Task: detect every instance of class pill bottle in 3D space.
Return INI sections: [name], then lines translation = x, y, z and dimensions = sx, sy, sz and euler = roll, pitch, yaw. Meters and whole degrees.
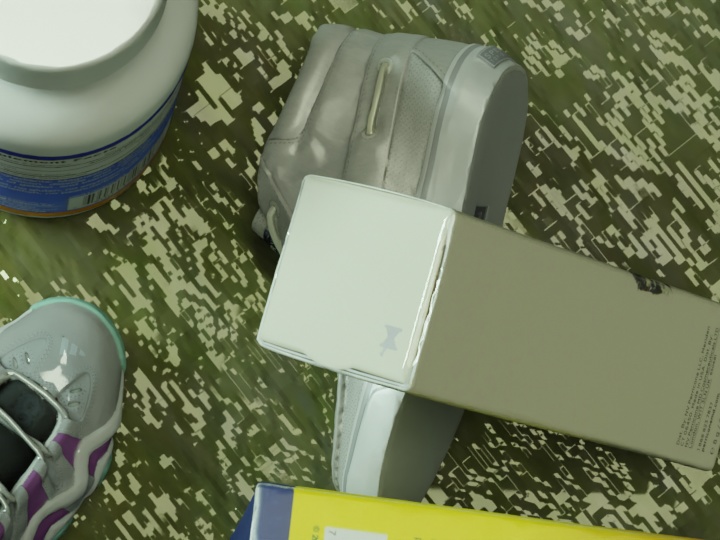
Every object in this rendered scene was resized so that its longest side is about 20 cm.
[pill bottle]
translation = -0.119, -0.091, 0.976
dimensions = 0.112, 0.200, 0.112
euler = 1, 80, -7

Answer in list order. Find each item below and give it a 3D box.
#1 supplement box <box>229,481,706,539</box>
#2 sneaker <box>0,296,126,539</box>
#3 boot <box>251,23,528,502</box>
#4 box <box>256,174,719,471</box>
[supplement box]
translation = 0.046, 0.157, 0.996
dimensions = 0.199, 0.109, 0.110
euler = 8, 72, -6
[sneaker]
translation = -0.152, 0.090, 0.971
dimensions = 0.078, 0.140, 0.200
euler = 32, 78, -1
[boot]
translation = 0.000, 0.000, 1.052
dimensions = 0.095, 0.074, 0.201
euler = 14, 90, 24
[box]
translation = 0.060, 0.023, 0.983
dimensions = 0.200, 0.082, 0.069
euler = 18, 88, -49
